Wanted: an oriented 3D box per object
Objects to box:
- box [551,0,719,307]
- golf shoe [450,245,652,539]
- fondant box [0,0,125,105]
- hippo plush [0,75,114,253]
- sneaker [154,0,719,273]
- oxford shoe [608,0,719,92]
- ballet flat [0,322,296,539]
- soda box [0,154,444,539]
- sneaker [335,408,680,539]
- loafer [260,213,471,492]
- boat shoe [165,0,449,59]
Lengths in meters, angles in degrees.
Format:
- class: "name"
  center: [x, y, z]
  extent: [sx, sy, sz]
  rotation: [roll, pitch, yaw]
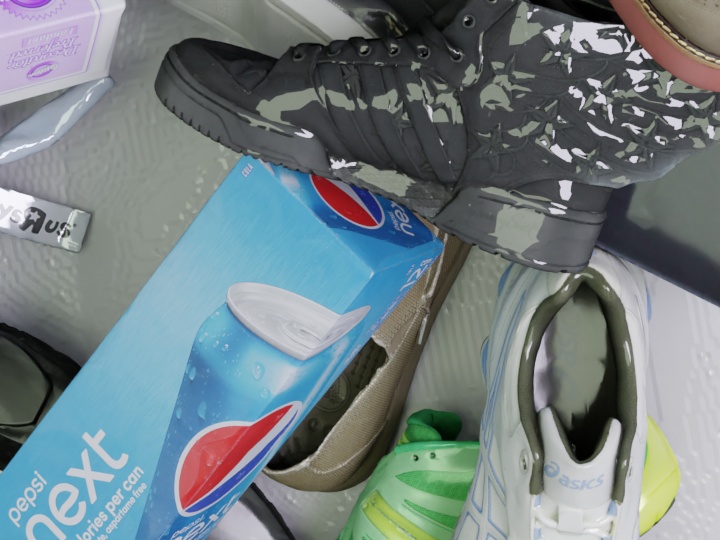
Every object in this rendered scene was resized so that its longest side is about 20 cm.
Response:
- class: "box"
  center: [0.143, -0.099, 0.912]
  extent: [0.122, 0.106, 0.200]
  rotation: [27, 107, 12]
- class: "golf shoe"
  center: [0.069, 0.086, 0.915]
  extent: [0.078, 0.097, 0.200]
  rotation: [0, 88, 2]
- class: "fondant box"
  center: [-0.191, -0.149, 0.936]
  extent: [0.144, 0.058, 0.200]
  rotation: [-18, 71, -22]
- class: "hippo plush"
  center: [-0.219, 0.004, 0.996]
  extent: [0.200, 0.161, 0.159]
  rotation: [13, 125, -2]
- class: "sneaker"
  center: [0.035, -0.070, 0.869]
  extent: [0.200, 0.060, 0.104]
  rotation: [23, 108, 9]
- class: "oxford shoe"
  center: [0.078, -0.152, 0.813]
  extent: [0.070, 0.075, 0.200]
  rotation: [-39, 78, -17]
- class: "ballet flat"
  center: [-0.097, 0.087, 1.060]
  extent: [0.200, 0.057, 0.066]
  rotation: [39, 87, 1]
- class: "soda box"
  center: [-0.060, 0.043, 0.956]
  extent: [0.068, 0.064, 0.200]
  rotation: [45, 116, 12]
- class: "sneaker"
  center: [0.027, 0.100, 1.007]
  extent: [0.200, 0.074, 0.084]
  rotation: [-27, 87, 8]
- class: "loafer"
  center: [0.000, 0.000, 0.995]
  extent: [0.076, 0.067, 0.200]
  rotation: [15, 104, 14]
- class: "boat shoe"
  center: [-0.048, -0.134, 0.960]
  extent: [0.200, 0.060, 0.074]
  rotation: [37, 153, 18]
